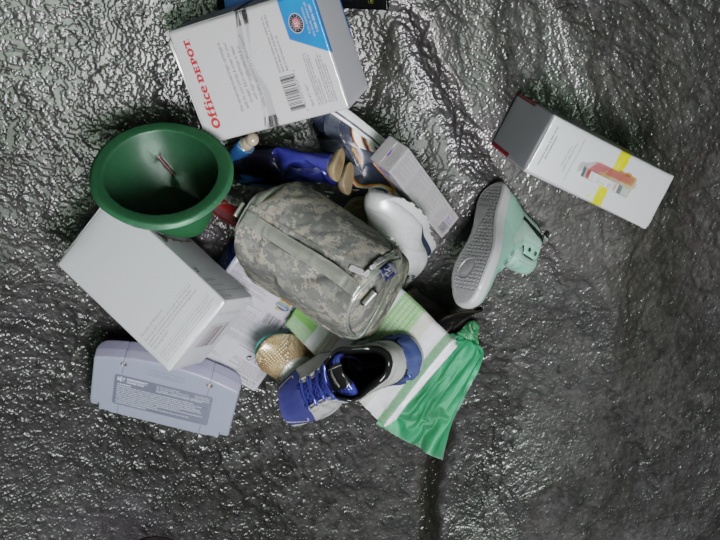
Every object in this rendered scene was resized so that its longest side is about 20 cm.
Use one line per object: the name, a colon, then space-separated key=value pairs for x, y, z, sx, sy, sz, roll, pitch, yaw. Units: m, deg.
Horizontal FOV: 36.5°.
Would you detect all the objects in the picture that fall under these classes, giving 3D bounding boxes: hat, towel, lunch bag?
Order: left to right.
hat: x=-0.226 y=-0.063 z=1.366 sx=0.198 sy=0.167 sz=0.177 roll=19 pitch=146 yaw=13
lunch bag: x=-0.049 y=-0.011 z=1.324 sx=0.199 sy=0.168 sz=0.140 roll=32 pitch=93 yaw=15
towel: x=0.013 y=0.081 z=1.411 sx=0.200 sy=0.031 sz=0.150 roll=44 pitch=105 yaw=18
hat: x=0.071 y=0.070 z=1.505 sx=0.199 sy=0.201 sz=0.081 roll=-29 pitch=81 yaw=0

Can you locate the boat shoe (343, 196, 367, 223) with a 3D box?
boat shoe: x=-0.003 y=0.001 z=1.501 sx=0.072 sy=0.063 sz=0.203 roll=6 pitch=109 yaw=-14

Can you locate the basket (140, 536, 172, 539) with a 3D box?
basket: x=-0.291 y=0.481 z=1.550 sx=0.180 sy=0.200 sz=0.136 roll=37 pitch=99 yaw=-22

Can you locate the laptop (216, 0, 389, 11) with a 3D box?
laptop: x=-0.077 y=-0.397 z=1.312 sx=0.103 sy=0.198 sz=0.179 roll=-29 pitch=123 yaw=-45

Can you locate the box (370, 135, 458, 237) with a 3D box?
box: x=0.074 y=-0.106 z=1.433 sx=0.042 sy=0.039 sz=0.200 roll=-51 pitch=147 yaw=-3

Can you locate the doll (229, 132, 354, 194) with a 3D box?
doll: x=-0.113 y=-0.134 z=1.397 sx=0.198 sy=0.137 sz=0.049 roll=4 pitch=70 yaw=20

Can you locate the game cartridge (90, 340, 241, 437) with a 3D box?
game cartridge: x=-0.263 y=0.158 z=1.479 sx=0.198 sy=0.041 sz=0.134 roll=15 pitch=139 yaw=-6

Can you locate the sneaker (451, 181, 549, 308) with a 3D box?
sneaker: x=0.197 y=-0.011 z=1.485 sx=0.118 sy=0.073 sz=0.202 roll=41 pitch=53 yaw=-27

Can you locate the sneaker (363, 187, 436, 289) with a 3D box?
sneaker: x=0.045 y=-0.039 z=1.436 sx=0.081 sy=0.076 sz=0.200 roll=-57 pitch=151 yaw=-11

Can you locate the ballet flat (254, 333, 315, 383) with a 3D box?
ballet flat: x=-0.073 y=0.138 z=1.485 sx=0.071 sy=0.065 sz=0.200 roll=-46 pitch=149 yaw=7

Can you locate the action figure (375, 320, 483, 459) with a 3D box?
action figure: x=0.120 y=0.161 z=1.593 sx=0.117 sy=0.055 sz=0.201 roll=29 pitch=95 yaw=-19

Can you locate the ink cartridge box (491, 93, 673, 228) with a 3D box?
ink cartridge box: x=0.295 y=-0.147 z=1.464 sx=0.198 sy=0.145 sz=0.084 roll=24 pitch=103 yaw=-19

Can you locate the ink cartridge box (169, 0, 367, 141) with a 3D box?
ink cartridge box: x=-0.111 y=-0.254 z=1.327 sx=0.198 sy=0.084 sz=0.147 roll=-9 pitch=113 yaw=24

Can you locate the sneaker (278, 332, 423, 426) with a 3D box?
sneaker: x=-0.030 y=0.130 z=1.350 sx=0.198 sy=0.115 sz=0.081 roll=-24 pitch=79 yaw=23

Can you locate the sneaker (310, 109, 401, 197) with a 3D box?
sneaker: x=-0.012 y=-0.156 z=1.430 sx=0.199 sy=0.078 sz=0.080 roll=36 pitch=90 yaw=-23

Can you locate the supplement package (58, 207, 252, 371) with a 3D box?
supplement package: x=-0.257 y=0.013 z=1.381 sx=0.200 sy=0.117 sz=0.118 roll=42 pitch=99 yaw=8

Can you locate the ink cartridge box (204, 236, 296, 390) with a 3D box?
ink cartridge box: x=-0.144 y=0.042 z=1.481 sx=0.136 sy=0.076 sz=0.201 roll=32 pitch=103 yaw=-21
